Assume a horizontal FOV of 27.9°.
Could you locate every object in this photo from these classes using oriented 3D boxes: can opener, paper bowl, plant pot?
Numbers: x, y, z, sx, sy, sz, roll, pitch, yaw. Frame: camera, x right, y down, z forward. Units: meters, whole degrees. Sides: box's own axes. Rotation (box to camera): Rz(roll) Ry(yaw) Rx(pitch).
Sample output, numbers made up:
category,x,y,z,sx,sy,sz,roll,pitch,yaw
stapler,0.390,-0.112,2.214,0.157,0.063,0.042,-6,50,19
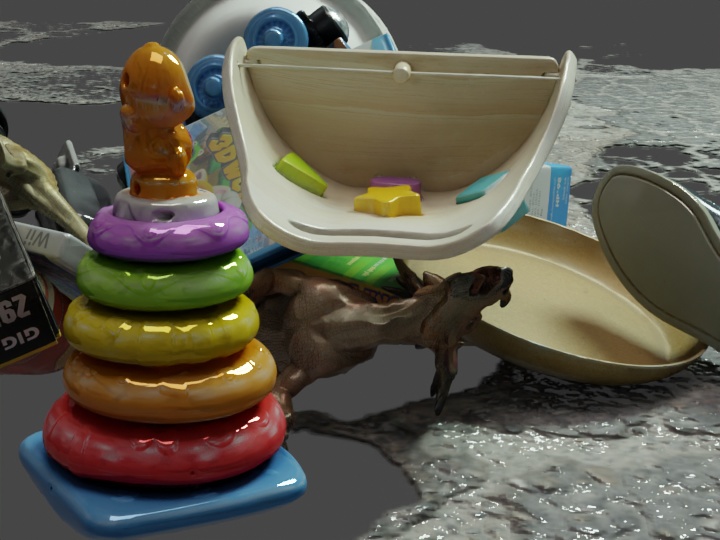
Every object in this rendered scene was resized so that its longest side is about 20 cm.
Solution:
category,x,y,z,sx,sy,sz,roll,pitch,yaw
can opener,-0.205,-0.044,1.081,0.066,0.054,0.200,21,13,-24
paper bowl,-0.065,-0.131,1.115,0.197,0.204,0.104,3,7,8
plant pot,0.108,0.015,0.855,0.197,0.028,0.201,14,23,-6

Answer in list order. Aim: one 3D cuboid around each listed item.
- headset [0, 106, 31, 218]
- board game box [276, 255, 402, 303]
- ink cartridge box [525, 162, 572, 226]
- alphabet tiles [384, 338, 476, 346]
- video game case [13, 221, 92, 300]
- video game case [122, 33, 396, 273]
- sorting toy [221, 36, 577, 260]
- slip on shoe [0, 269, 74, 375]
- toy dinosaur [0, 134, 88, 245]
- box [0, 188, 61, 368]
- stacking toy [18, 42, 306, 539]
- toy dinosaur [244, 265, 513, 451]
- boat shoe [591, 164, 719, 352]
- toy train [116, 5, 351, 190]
category,x,y,z,sx,sy,sz,roll,pitch,yaw
headset,-0.272,-0.064,1.047,0.093,0.125,0.200,-1,-10,-20
board game box,0.000,0.000,0.926,0.198,0.030,0.095,14,18,32
ink cartridge box,0.061,-0.052,1.062,0.115,0.068,0.199,12,9,32
alphabet tiles,0.020,0.013,0.950,0.165,0.008,0.200,1,17,-13
video game case,-0.198,-0.002,0.852,0.198,0.018,0.143,12,-17,35
video game case,-0.053,-0.064,0.924,0.198,0.018,0.144,-24,47,6
sorting toy,0.015,-0.050,0.766,0.197,0.108,0.180,3,22,5
slip on shoe,-0.232,0.026,0.822,0.198,0.075,0.061,5,-21,37
toy dinosaur,-0.214,-0.058,0.903,0.200,0.058,0.101,41,13,4
box,-0.255,-0.011,0.729,0.158,0.050,0.201,-25,46,-11
stacking toy,-0.085,0.004,0.623,0.108,0.203,0.116,-8,16,-30
toy dinosaur,-0.017,0.031,0.767,0.134,0.087,0.199,-9,14,-33
boat shoe,0.216,0.004,0.829,0.061,0.076,0.200,-6,34,-42
toy train,-0.077,-0.097,1.020,0.199,0.115,0.087,-36,-5,6
